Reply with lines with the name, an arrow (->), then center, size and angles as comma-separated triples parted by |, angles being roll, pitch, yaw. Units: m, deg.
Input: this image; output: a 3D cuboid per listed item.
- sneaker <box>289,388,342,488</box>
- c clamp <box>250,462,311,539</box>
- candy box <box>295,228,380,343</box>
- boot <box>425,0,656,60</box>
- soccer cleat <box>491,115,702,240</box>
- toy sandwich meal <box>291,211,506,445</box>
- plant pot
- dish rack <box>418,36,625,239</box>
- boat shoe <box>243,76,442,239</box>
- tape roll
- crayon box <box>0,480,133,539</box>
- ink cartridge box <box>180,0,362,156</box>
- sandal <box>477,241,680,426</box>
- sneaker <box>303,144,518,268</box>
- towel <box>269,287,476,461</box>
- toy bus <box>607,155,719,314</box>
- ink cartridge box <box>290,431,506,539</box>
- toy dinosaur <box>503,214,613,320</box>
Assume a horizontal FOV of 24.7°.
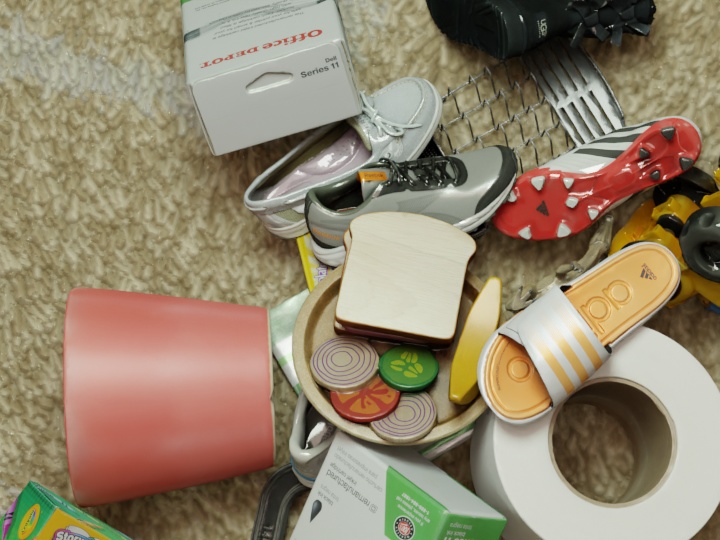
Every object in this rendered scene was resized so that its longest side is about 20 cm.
sneaker -> -0.011, 0.093, 1.462 | 0.075, 0.087, 0.201 | 15, 73, 17
c clamp -> -0.026, 0.276, 1.477 | 0.170, 0.027, 0.201 | 6, 86, 18
candy box -> 0.000, 0.000, 1.484 | 0.102, 0.026, 0.201 | -16, 46, -1
boot -> 0.167, -0.256, 1.534 | 0.162, 0.074, 0.198 | -15, 31, -20
soccer cleat -> 0.211, -0.084, 1.472 | 0.199, 0.085, 0.069 | -26, 99, 15
toy sandwich meal -> 0.036, 0.046, 1.371 | 0.204, 0.070, 0.206 | -1, 60, 1
plant pot -> -0.165, 0.107, 1.460 | 0.176, 0.200, 0.202 | -3, 78, -3
dish rack -> 0.142, -0.132, 1.532 | 0.199, 0.055, 0.154 | -30, 77, 0
boat shoe -> -0.015, -0.107, 1.489 | 0.201, 0.065, 0.075 | -34, 61, 6
tape roll -> 0.201, 0.153, 1.405 | 0.201, 0.139, 0.204 | 1, 77, -4
crayon box -> -0.239, 0.281, 1.425 | 0.119, 0.200, 0.058 | -54, 39, -6
ink cartridge box -> -0.084, -0.204, 1.506 | 0.146, 0.083, 0.200 | -15, 36, 4
sandal -> 0.179, 0.038, 1.326 | 0.206, 0.059, 0.079 | -39, 81, -14
sneaker -> 0.044, -0.067, 1.450 | 0.199, 0.080, 0.074 | -20, 42, 1
towel -> 0.015, 0.091, 1.517 | 0.152, 0.023, 0.201 | -31, 77, 1
toy bus -> 0.341, -0.004, 1.437 | 0.192, 0.200, 0.136 | 44, 53, -15
ink cartridge box -> 0.011, 0.257, 1.367 | 0.146, 0.083, 0.201 | 31, 102, 42
toy dinosaur -> 0.157, 0.029, 1.460 | 0.200, 0.101, 0.058 | -34, 96, 4
